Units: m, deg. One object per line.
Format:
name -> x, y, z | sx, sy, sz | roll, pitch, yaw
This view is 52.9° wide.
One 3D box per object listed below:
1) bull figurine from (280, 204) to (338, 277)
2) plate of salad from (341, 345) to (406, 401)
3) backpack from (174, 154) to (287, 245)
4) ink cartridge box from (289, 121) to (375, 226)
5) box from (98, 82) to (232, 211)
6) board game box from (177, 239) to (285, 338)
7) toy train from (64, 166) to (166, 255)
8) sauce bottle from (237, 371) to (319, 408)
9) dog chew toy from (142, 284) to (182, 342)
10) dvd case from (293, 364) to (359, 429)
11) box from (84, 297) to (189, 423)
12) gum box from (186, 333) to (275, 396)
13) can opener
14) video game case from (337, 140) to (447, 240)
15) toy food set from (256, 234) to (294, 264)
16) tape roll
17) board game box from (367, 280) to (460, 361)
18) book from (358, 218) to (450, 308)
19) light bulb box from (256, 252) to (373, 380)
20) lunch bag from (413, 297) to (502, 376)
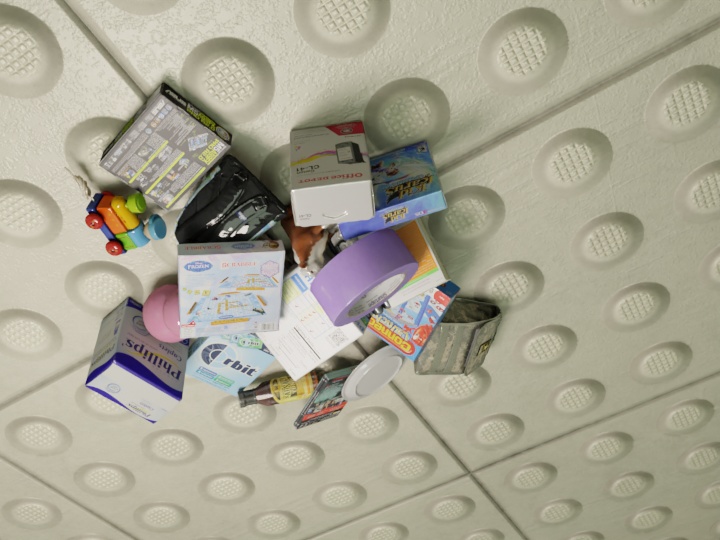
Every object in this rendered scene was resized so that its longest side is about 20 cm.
bull figurine -> -0.096, -0.076, 1.409 | 0.121, 0.200, 0.065 | -39, 138, 4
plate of salad -> 0.032, 0.240, 1.751 | 0.199, 0.048, 0.201 | -29, 149, -19
backpack -> -0.263, -0.102, 1.395 | 0.163, 0.154, 0.200 | 43, 92, -13
ink cartridge box -> -0.053, -0.179, 1.317 | 0.146, 0.201, 0.086 | -7, 130, 0
box -> -0.363, -0.224, 1.346 | 0.160, 0.044, 0.200 | 35, 119, -31
board game box -> -0.251, 0.037, 1.395 | 0.198, 0.041, 0.201 | -3, 127, -17
toy train -> -0.463, -0.125, 1.378 | 0.115, 0.085, 0.201 | -9, 132, 18
sauce bottle -> -0.199, 0.296, 1.766 | 0.198, 0.066, 0.066 | -12, 132, -14
dog chew toy -> -0.369, 0.088, 1.522 | 0.199, 0.125, 0.125 | -6, 139, 42
dvd case -> -0.072, 0.313, 1.800 | 0.145, 0.022, 0.201 | -9, 142, -44
box -> -0.480, 0.196, 1.583 | 0.105, 0.201, 0.184 | -36, 125, 21
gum box -> -0.305, 0.199, 1.708 | 0.169, 0.045, 0.200 | 31, 120, -28
can opener -> 0.000, 0.000, 1.525 | 0.052, 0.066, 0.201 | -33, 95, -19
video game case -> 0.050, -0.155, 1.361 | 0.198, 0.182, 0.046 | -17, 130, 8
toy food set -> -0.258, -0.008, 1.529 | 0.199, 0.061, 0.143 | -33, 126, 20
tape roll -> 0.008, 0.015, 1.374 | 0.199, 0.085, 0.200 | -33, 165, -10
board game box -> 0.085, 0.063, 1.563 | 0.199, 0.056, 0.197 | 34, 126, 12
book -> 0.078, -0.042, 1.470 | 0.133, 0.048, 0.201 | -27, 83, 17
light bulb box -> -0.112, 0.089, 1.542 | 0.199, 0.125, 0.199 | -35, 99, 22
lunch bag -> 0.226, 0.155, 1.686 | 0.198, 0.118, 0.165 | 2, 127, -14
